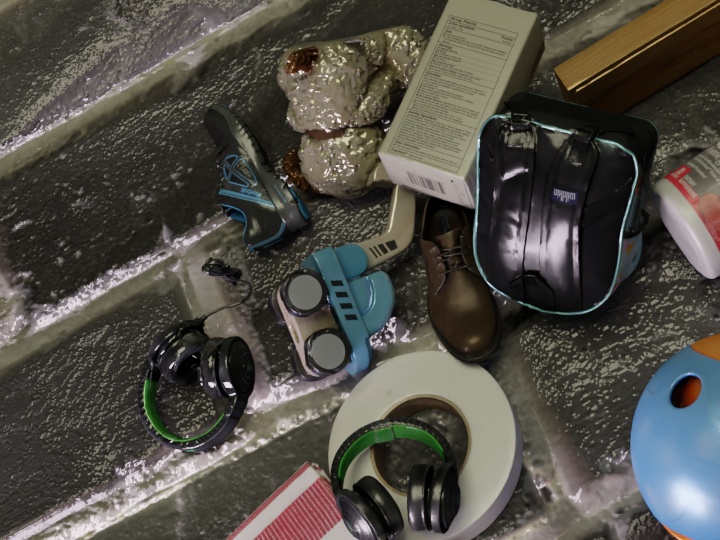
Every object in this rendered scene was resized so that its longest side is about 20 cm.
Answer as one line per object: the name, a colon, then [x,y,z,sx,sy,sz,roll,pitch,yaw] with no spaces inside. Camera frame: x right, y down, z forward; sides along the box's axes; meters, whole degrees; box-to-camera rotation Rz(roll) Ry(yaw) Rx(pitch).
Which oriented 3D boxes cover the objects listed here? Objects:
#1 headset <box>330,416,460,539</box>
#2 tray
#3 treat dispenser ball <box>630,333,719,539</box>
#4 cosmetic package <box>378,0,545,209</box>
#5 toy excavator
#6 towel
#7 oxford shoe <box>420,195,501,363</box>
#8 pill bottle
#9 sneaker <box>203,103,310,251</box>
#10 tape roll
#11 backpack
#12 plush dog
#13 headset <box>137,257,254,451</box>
headset: [0.041,0.234,1.411,0.122,0.095,0.201,-14,44,0]
tray: [0.305,-0.227,1.554,0.198,0.099,0.037,-31,60,4]
treat dispenser ball: [0.338,0.155,1.297,0.198,0.201,0.204,-8,62,16]
cosmetic package: [0.107,-0.177,1.527,0.104,0.071,0.202,20,73,22]
toy excavator: [0.000,0.000,1.554,0.198,0.100,0.197,-21,86,-16]
towel: [-0.042,0.308,1.447,0.144,0.023,0.201,-43,63,11]
oxford shoe: [0.094,0.004,1.516,0.072,0.085,0.202,-18,54,3]
pill bottle: [0.395,-0.090,1.448,0.199,0.111,0.111,-34,58,2]
sneaker: [-0.138,-0.110,1.679,0.082,0.073,0.201,-36,58,2]
tape roll: [0.064,0.180,1.483,0.200,0.037,0.205,-9,62,17]
backpack: [0.203,-0.065,1.469,0.174,0.153,0.203,14,113,21]
plush dog: [-0.020,-0.165,1.621,0.198,0.160,0.174,-5,103,29]
headset: [-0.172,0.090,1.573,0.122,0.094,0.202,18,84,26]
